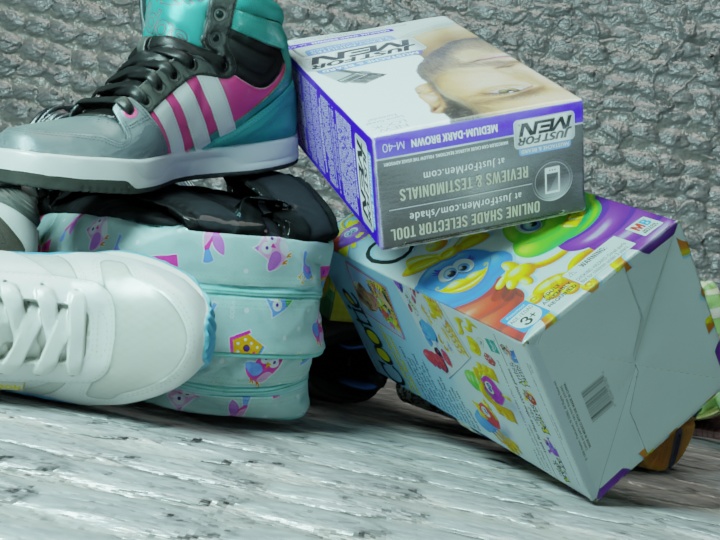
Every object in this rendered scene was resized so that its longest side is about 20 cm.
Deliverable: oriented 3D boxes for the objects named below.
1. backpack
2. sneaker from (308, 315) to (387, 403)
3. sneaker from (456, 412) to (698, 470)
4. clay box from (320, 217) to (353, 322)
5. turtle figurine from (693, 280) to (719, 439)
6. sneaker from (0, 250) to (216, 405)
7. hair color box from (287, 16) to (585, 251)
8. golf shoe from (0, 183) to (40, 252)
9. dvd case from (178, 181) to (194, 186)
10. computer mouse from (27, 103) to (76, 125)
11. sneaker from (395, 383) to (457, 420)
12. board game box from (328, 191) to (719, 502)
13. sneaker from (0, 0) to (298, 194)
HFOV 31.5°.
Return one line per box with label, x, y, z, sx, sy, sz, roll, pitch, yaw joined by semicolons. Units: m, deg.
backpack;-0.094;0.009;0.709;0.166;0.127;0.200;-4;9;-33
sneaker;-0.011;0.058;0.891;0.111;0.074;0.200;16;10;34
sneaker;0.139;0.079;0.792;0.088;0.076;0.199;10;-1;41
clay box;0.000;0.000;0.877;0.114;0.048;0.200;6;11;-28
turtle figurine;0.257;0.069;1.147;0.199;0.145;0.194;15;-5;-19
sneaker;-0.165;0.026;0.581;0.199;0.077;0.081;5;8;7
hair color box;0.031;-0.082;0.690;0.109;0.065;0.200;-12;27;-13
golf shoe;-0.262;0.004;0.660;0.199;0.095;0.078;-15;-19;10
dvd case;-0.135;-0.034;0.985;0.016;0.149;0.200;-28;47;-14
computer mouse;-0.174;0.009;0.802;0.046;0.140;0.200;24;-28;50
sneaker;0.108;0.081;0.880;0.199;0.077;0.088;16;-19;-32
board game box;0.080;0.018;0.683;0.103;0.105;0.200;-36;31;-18
sneaker;-0.104;-0.106;0.657;0.083;0.121;0.200;10;16;36
